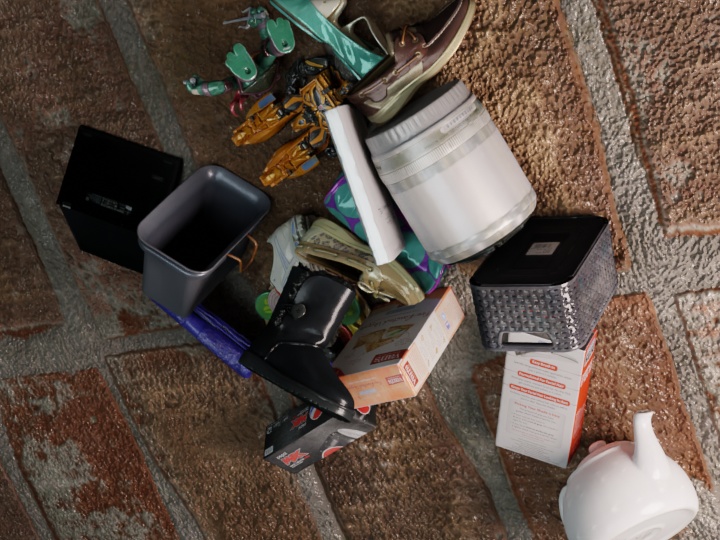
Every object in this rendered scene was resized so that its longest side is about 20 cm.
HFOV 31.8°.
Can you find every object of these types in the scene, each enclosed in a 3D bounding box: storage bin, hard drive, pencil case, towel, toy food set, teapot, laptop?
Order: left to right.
[{"bbox_3d":[-0.362,-0.099,1.974,0.186,0.116,0.201,19,95,17],"label":"laptop"},{"bbox_3d":[-0.227,-0.030,1.835,0.145,0.200,0.135,31,138,10],"label":"storage bin"},{"bbox_3d":[-0.232,0.081,1.932,0.200,0.148,0.050,41,90,-3],"label":"towel"},{"bbox_3d":[-0.066,0.083,1.892,0.199,0.049,0.199,8,120,25],"label":"toy food set"},{"bbox_3d":[0.008,-0.113,1.615,0.027,0.132,0.201,-17,96,13],"label":"hard drive"},{"bbox_3d":[0.044,-0.062,1.729,0.200,0.085,0.092,40,142,3],"label":"pencil case"},{"bbox_3d":[0.234,0.014,1.595,0.134,0.200,0.094,-1,117,29],"label":"storage bin"},{"bbox_3d":[0.352,0.304,1.732,0.199,0.197,0.147,-32,59,10],"label":"teapot"}]

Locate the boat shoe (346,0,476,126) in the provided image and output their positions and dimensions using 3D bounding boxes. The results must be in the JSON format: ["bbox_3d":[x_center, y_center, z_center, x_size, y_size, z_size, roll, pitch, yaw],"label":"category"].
[{"bbox_3d":[0.060,-0.273,1.580,0.072,0.072,0.200,36,113,-21],"label":"boat shoe"}]

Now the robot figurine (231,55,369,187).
[{"bbox_3d":[-0.080,-0.201,1.733,0.200,0.058,0.145,-32,97,38],"label":"robot figurine"}]

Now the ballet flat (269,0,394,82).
[{"bbox_3d":[-0.025,-0.315,1.647,0.200,0.067,0.070,41,107,1],"label":"ballet flat"}]

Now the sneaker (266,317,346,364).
[{"bbox_3d":[-0.057,0.117,1.832,0.199,0.070,0.100,14,119,20],"label":"sneaker"}]

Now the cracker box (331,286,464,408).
[{"bbox_3d":[0.047,0.107,1.747,0.133,0.200,0.058,-16,113,33],"label":"cracker box"}]

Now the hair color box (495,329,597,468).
[{"bbox_3d":[0.256,0.164,1.755,0.110,0.064,0.201,16,124,21],"label":"hair color box"}]

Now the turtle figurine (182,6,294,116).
[{"bbox_3d":[-0.153,-0.281,1.695,0.100,0.150,0.200,36,170,-15],"label":"turtle figurine"}]

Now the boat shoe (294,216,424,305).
[{"bbox_3d":[0.000,0.000,1.724,0.199,0.063,0.073,31,161,30],"label":"boat shoe"}]

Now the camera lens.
[{"bbox_3d":[0.117,-0.120,1.609,0.159,0.160,0.201,-25,103,36],"label":"camera lens"}]

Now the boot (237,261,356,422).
[{"bbox_3d":[-0.053,0.089,1.673,0.200,0.169,0.076,26,171,37],"label":"boot"}]

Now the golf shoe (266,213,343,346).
[{"bbox_3d":[-0.084,0.023,1.811,0.097,0.078,0.201,-23,66,34],"label":"golf shoe"}]

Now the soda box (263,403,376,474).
[{"bbox_3d":[-0.063,0.242,1.955,0.071,0.064,0.200,30,134,-29],"label":"soda box"}]
